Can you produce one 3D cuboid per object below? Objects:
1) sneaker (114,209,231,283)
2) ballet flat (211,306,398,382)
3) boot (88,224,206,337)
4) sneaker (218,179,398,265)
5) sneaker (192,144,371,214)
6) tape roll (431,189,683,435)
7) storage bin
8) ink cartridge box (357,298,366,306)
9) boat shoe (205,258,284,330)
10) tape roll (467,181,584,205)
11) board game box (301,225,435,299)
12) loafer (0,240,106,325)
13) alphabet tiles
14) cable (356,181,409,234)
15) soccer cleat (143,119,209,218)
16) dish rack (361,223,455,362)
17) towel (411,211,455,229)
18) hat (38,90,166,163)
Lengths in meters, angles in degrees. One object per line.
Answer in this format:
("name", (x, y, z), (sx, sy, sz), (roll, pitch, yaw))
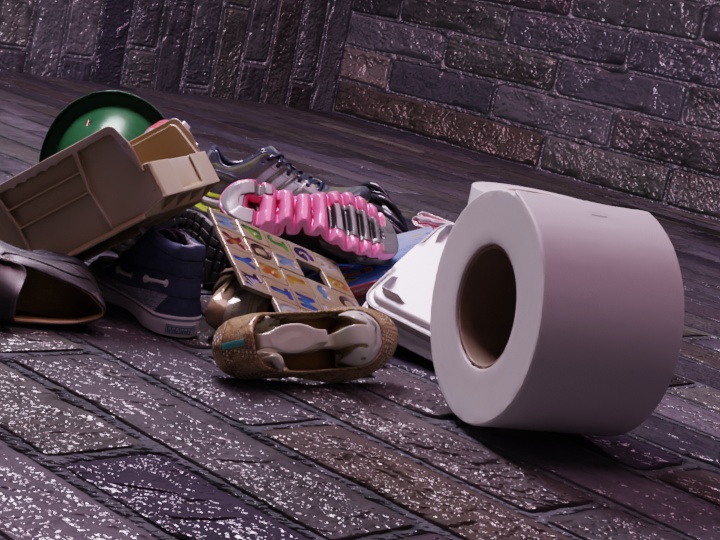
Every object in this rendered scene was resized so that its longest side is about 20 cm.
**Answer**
("sneaker", (-0.190, -0.033, 1.677), (0.199, 0.076, 0.087), (21, 8, 41))
("ballet flat", (-0.034, 0.065, 1.301), (0.199, 0.071, 0.065), (-6, -7, -36))
("boot", (-0.207, -0.006, 1.443), (0.072, 0.091, 0.200), (4, 13, -37))
("sneaker", (-0.060, -0.035, 1.580), (0.198, 0.096, 0.079), (13, 48, -8))
("sneaker", (-0.086, -0.095, 1.630), (0.198, 0.082, 0.074), (3, 11, -1))
("tape roll", (0.166, 0.038, 1.274), (0.138, 0.204, 0.203), (8, 11, -24))
("storage bin", (-0.264, -0.071, 1.458), (0.197, 0.094, 0.200), (-26, 2, 13))
("ink cartridge box", (-0.054, -0.025, 1.744), (0.145, 0.084, 0.200), (9, 10, -17))
("boat shoe", (-0.115, 0.018, 1.474), (0.064, 0.072, 0.200), (12, 11, -1))
("tape roll", (0.228, -0.027, 1.918), (0.201, 0.140, 0.203), (11, 11, -2))
("board game box", (0.000, 0.000, 1.597), (0.198, 0.020, 0.103), (-14, 24, -10))
("loafer", (-0.315, 0.012, 1.289), (0.199, 0.073, 0.072), (2, 18, -37))
("alphabet tiles", (-0.057, 0.022, 1.428), (0.166, 0.008, 0.200), (24, 23, -35))
("cable", (0.061, -0.031, 1.785), (0.164, 0.051, 0.200), (57, -2, -34))
("soccer cleat", (-0.203, -0.085, 1.739), (0.066, 0.201, 0.076), (9, 44, 45))
("dish rack", (0.113, 0.024, 1.487), (0.199, 0.044, 0.172), (25, 52, 33))
("towel", (0.154, 0.008, 1.729), (0.146, 0.030, 0.200), (24, -16, 40))
("hat", (-0.302, -0.102, 1.684), (0.165, 0.201, 0.176), (27, 8, -8))
